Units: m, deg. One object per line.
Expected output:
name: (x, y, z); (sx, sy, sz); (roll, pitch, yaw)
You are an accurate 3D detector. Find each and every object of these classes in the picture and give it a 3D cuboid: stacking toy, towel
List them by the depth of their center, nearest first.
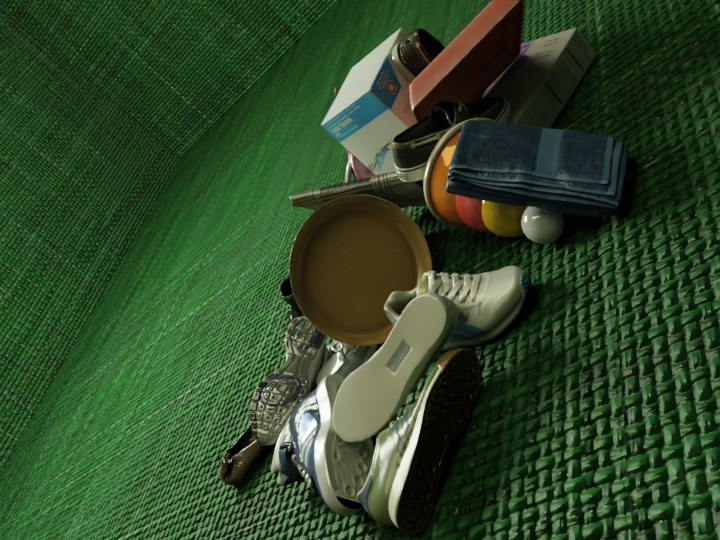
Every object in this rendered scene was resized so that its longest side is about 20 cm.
towel: (0.200, -0.122, 0.876); (0.195, 0.049, 0.113); (10, 52, 17)
stacking toy: (0.183, -0.091, 0.950); (0.147, 0.146, 0.200); (-49, 41, 1)
towel: (0.015, -0.105, 1.155); (0.188, 0.035, 0.199); (-10, -5, 20)

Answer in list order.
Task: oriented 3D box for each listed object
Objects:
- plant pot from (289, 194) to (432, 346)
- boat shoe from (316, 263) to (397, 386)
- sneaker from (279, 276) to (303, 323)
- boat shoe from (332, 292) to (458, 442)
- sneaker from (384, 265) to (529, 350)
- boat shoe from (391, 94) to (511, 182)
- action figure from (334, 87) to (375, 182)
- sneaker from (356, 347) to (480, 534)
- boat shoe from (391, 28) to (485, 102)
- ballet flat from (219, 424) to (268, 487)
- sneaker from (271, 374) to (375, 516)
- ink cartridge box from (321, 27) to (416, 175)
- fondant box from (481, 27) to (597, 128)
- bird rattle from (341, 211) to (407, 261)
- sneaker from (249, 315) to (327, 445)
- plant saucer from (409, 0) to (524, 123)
plant pot: (0.000, 0.000, 1.041); (0.202, 0.198, 0.027); (-55, 3, -13)
boat shoe: (-0.005, 0.082, 1.075); (0.204, 0.064, 0.074); (-55, 23, -7)
sneaker: (-0.091, 0.043, 1.244); (0.198, 0.104, 0.061); (-7, 47, 59)
boat shoe: (0.042, 0.110, 0.873); (0.072, 0.068, 0.203); (37, 104, 28)
sneaker: (0.110, 0.039, 0.905); (0.198, 0.081, 0.077); (-27, 30, 42)
boat shoe: (0.124, -0.193, 1.028); (0.198, 0.065, 0.070); (-36, 39, -22)
action figure: (-0.012, -0.230, 1.376); (0.148, 0.203, 0.133); (-40, 30, -25)
sneaker: (0.055, 0.173, 0.823); (0.089, 0.067, 0.203); (-7, 51, 52)
boat shoe: (0.140, -0.291, 1.181); (0.060, 0.199, 0.073); (-30, 35, 49)
ballet flat: (-0.144, 0.228, 1.143); (0.201, 0.046, 0.067); (-53, 24, -5)
sneaker: (-0.052, 0.241, 0.934); (0.147, 0.079, 0.202); (-53, 27, 28)
ink cartridge box: (0.070, -0.247, 1.253); (0.144, 0.199, 0.149); (-22, 35, 51)
fondant box: (0.235, -0.248, 1.127); (0.202, 0.058, 0.144); (-55, 23, -12)
bird rattle: (0.012, -0.028, 1.154); (0.159, 0.200, 0.115); (-13, 75, 11)
sneaker: (-0.090, 0.162, 1.082); (0.073, 0.088, 0.202); (13, 51, 20)
plant saucer: (0.143, -0.277, 1.073); (0.200, 0.037, 0.199); (-45, -11, 4)
